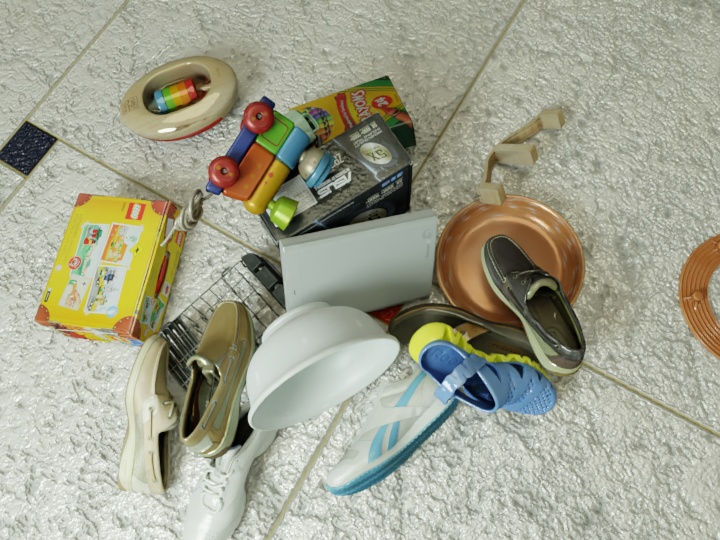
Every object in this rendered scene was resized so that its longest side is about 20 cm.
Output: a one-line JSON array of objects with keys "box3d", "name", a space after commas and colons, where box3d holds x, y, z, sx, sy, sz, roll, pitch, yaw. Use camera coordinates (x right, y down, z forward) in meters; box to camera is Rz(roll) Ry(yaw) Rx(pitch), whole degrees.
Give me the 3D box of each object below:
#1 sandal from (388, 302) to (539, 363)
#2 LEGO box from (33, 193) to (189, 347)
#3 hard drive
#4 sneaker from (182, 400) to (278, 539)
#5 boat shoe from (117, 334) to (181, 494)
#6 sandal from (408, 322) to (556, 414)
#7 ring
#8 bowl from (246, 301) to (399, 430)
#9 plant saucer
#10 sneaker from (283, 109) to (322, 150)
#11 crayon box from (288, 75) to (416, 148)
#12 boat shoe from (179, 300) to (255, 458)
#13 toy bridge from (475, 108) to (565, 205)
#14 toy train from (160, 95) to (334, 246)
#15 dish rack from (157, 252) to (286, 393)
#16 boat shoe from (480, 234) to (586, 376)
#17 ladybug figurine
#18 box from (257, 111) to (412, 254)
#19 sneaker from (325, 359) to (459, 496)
[{"box3d": [0.131, 0.096, 0.738, 0.198, 0.082, 0.055, 16, 47, 5], "name": "sandal"}, {"box3d": [-0.353, -0.002, 0.837, 0.147, 0.077, 0.202, 7, 70, 9], "name": "LEGO box"}, {"box3d": [0.000, 0.000, 0.740, 0.198, 0.133, 0.026, -13, 39, -16], "name": "hard drive"}, {"box3d": [-0.170, 0.248, 0.715, 0.074, 0.087, 0.202, 17, 73, 12], "name": "sneaker"}, {"box3d": [-0.263, 0.186, 0.748, 0.064, 0.072, 0.203, 7, 87, 2], "name": "boat shoe"}, {"box3d": [0.149, 0.137, 0.686, 0.198, 0.080, 0.087, 20, 30, -16], "name": "sandal"}, {"box3d": [0.519, 0.037, 0.746, 0.198, 0.019, 0.203, -2, 69, 5], "name": "ring"}, {"box3d": [-0.058, 0.102, 0.697, 0.200, 0.201, 0.091, -28, 65, -4], "name": "bowl"}, {"box3d": [0.201, -0.007, 0.792, 0.198, 0.038, 0.202, -3, 68, 7], "name": "plant saucer"}, {"box3d": [-0.103, -0.156, 0.804, 0.118, 0.200, 0.074, -39, 93, -5], "name": "sneaker"}, {"box3d": [-0.029, -0.211, 0.873, 0.198, 0.051, 0.128, -20, 51, 0], "name": "crayon box"}, {"box3d": [-0.175, 0.117, 0.699, 0.071, 0.076, 0.202, -13, 55, 17], "name": "boat shoe"}, {"box3d": [0.224, -0.170, 0.840, 0.067, 0.027, 0.200, 13, 53, 46], "name": "toy bridge"}, {"box3d": [-0.124, -0.083, 0.662, 0.115, 0.085, 0.201, 32, 85, -14], "name": "toy train"}, {"box3d": [-0.173, 0.083, 0.797, 0.200, 0.055, 0.153, -43, 69, -7], "name": "dish rack"}, {"box3d": [0.217, 0.028, 0.711, 0.073, 0.065, 0.201, -20, 61, -16], "name": "boat shoe"}, {"box3d": [-0.288, -0.268, 0.932, 0.198, 0.072, 0.137, -17, 69, 0], "name": "ladybug figurine"}, {"box3d": [-0.034, -0.093, 0.782, 0.199, 0.164, 0.087, -32, 75, -6], "name": "box"}, {"box3d": [0.031, 0.198, 0.722, 0.199, 0.077, 0.081, -38, 63, -15], "name": "sneaker"}]
